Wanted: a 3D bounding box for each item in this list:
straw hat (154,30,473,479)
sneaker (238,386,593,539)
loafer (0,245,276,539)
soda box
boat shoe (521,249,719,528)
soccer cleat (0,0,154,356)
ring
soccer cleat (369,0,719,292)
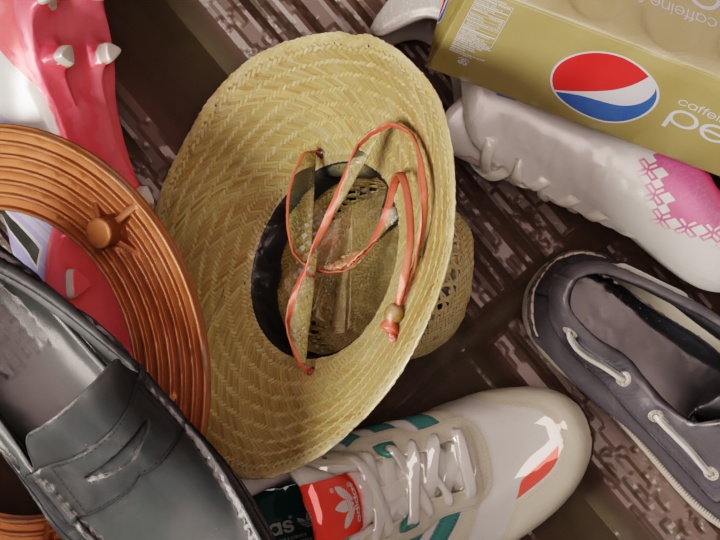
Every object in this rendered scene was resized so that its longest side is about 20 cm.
[{"bbox_3d":[0.000,0.000,1.014,0.085,0.201,0.202,13,84,-40],"label":"straw hat"},{"bbox_3d":[0.007,0.100,1.013,0.199,0.093,0.071,-16,86,-3],"label":"sneaker"},{"bbox_3d":[-0.105,0.064,0.921,0.068,0.070,0.201,-42,82,-9],"label":"loafer"},{"bbox_3d":[0.134,-0.092,0.991,0.199,0.064,0.068,20,58,-7],"label":"soda box"},{"bbox_3d":[0.156,0.062,1.035,0.200,0.063,0.073,37,83,0],"label":"boat shoe"},{"bbox_3d":[-0.134,-0.035,1.039,0.067,0.076,0.201,-9,91,-46],"label":"soccer cleat"},{"bbox_3d":[-0.151,0.040,1.001,0.200,0.019,0.201,4,100,27],"label":"ring"},{"bbox_3d":[0.084,-0.055,1.040,0.086,0.070,0.200,-38,80,-12],"label":"soccer cleat"}]
